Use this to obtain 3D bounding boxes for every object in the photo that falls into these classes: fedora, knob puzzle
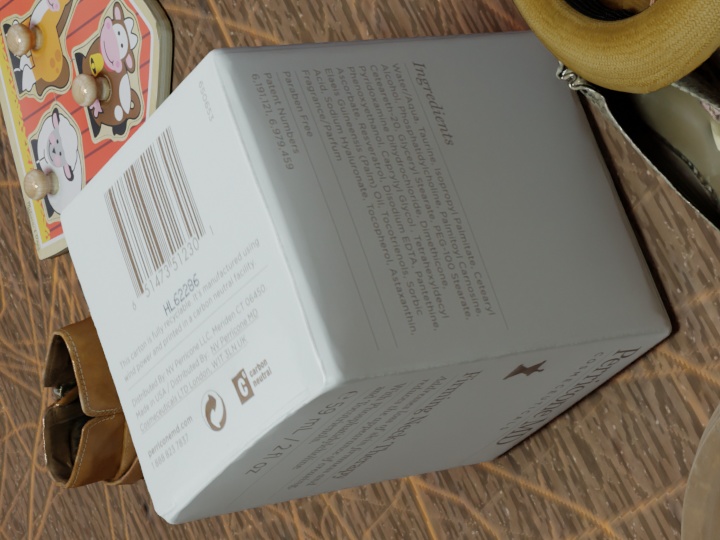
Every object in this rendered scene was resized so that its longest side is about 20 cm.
[{"bbox_3d":[0.135,-0.175,1.067,0.201,0.082,0.201,3,94,53],"label":"fedora"},{"bbox_3d":[-0.177,-0.115,1.545,0.220,0.030,0.220,13,107,52],"label":"knob puzzle"}]

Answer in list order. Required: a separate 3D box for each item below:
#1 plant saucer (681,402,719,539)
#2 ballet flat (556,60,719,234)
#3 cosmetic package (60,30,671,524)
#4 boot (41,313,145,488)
[{"bbox_3d":[0.205,0.128,1.075,0.200,0.029,0.200,14,107,51],"label":"plant saucer"},{"bbox_3d":[0.147,-0.056,1.102,0.200,0.046,0.067,50,134,36],"label":"ballet flat"},{"bbox_3d":[0.000,0.000,1.182,0.167,0.200,0.166,-42,63,49],"label":"cosmetic package"},{"bbox_3d":[-0.102,0.020,1.363,0.077,0.155,0.200,27,117,49],"label":"boot"}]
